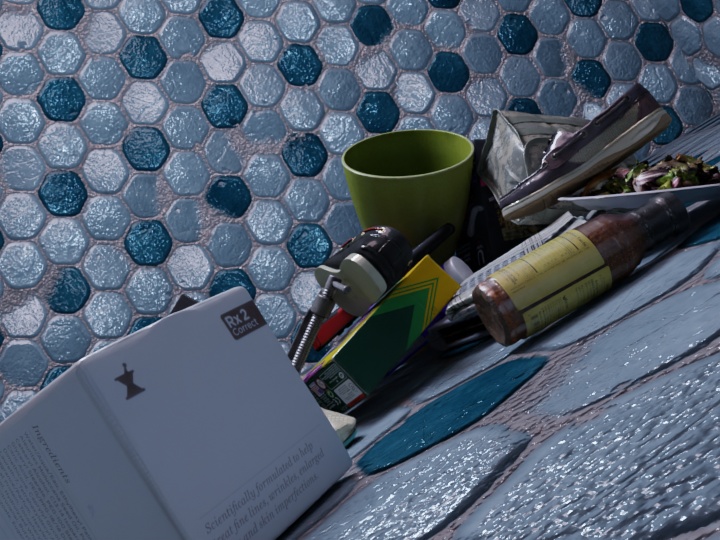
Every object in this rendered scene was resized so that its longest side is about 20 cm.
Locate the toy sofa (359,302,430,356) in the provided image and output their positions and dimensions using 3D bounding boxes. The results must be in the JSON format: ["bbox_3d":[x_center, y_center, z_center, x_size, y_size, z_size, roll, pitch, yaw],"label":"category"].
[{"bbox_3d":[0.092,0.057,1.214,0.083,0.098,0.200,-33,-3,37],"label":"toy sofa"}]

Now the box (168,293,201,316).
[{"bbox_3d":[-0.174,0.141,0.960,0.149,0.124,0.200,-61,-11,-16],"label":"box"}]

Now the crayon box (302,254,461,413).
[{"bbox_3d":[0.006,0.090,0.916,0.173,0.058,0.200,-44,-2,-31],"label":"crayon box"}]

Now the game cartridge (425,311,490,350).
[{"bbox_3d":[0.168,0.037,0.951,0.133,0.042,0.200,-26,-4,-22],"label":"game cartridge"}]

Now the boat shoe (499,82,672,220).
[{"bbox_3d":[0.232,-0.125,0.877,0.200,0.065,0.072,-34,-12,21],"label":"boat shoe"}]

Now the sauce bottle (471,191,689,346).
[{"bbox_3d":[0.196,-0.005,0.712,0.200,0.066,0.066,-27,-3,-10],"label":"sauce bottle"}]

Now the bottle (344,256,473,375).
[{"bbox_3d":[0.065,0.061,1.073,0.200,0.084,0.065,-44,4,25],"label":"bottle"}]

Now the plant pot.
[{"bbox_3d":[0.075,-0.079,1.184,0.187,0.200,0.187,-5,28,3],"label":"plant pot"}]

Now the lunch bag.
[{"bbox_3d":[0.263,-0.124,1.059,0.164,0.118,0.200,3,33,-14],"label":"lunch bag"}]

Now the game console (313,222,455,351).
[{"bbox_3d":[0.028,0.022,1.059,0.177,0.031,0.200,-38,1,39],"label":"game console"}]

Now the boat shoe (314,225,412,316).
[{"bbox_3d":[0.002,0.002,0.895,0.063,0.074,0.201,-45,4,-19],"label":"boat shoe"}]

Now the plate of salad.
[{"bbox_3d":[0.302,-0.092,0.825,0.200,0.048,0.200,-6,5,0],"label":"plate of salad"}]

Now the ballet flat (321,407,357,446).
[{"bbox_3d":[-0.080,0.166,0.799,0.200,0.062,0.067,-34,5,47],"label":"ballet flat"}]

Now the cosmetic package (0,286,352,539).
[{"bbox_3d":[-0.152,0.143,0.598,0.200,0.165,0.165,-33,-2,35],"label":"cosmetic package"}]

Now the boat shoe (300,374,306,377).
[{"bbox_3d":[-0.077,0.176,1.138,0.072,0.065,0.200,-33,-2,41],"label":"boat shoe"}]

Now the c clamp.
[{"bbox_3d":[-0.069,0.091,0.885,0.171,0.027,0.200,-126,61,-80],"label":"c clamp"}]

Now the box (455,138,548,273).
[{"bbox_3d":[0.204,-0.084,1.209,0.106,0.200,0.122,-3,-11,-18],"label":"box"}]

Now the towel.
[{"bbox_3d":[0.184,-0.015,0.898,0.200,0.035,0.193,-31,-2,14],"label":"towel"}]
